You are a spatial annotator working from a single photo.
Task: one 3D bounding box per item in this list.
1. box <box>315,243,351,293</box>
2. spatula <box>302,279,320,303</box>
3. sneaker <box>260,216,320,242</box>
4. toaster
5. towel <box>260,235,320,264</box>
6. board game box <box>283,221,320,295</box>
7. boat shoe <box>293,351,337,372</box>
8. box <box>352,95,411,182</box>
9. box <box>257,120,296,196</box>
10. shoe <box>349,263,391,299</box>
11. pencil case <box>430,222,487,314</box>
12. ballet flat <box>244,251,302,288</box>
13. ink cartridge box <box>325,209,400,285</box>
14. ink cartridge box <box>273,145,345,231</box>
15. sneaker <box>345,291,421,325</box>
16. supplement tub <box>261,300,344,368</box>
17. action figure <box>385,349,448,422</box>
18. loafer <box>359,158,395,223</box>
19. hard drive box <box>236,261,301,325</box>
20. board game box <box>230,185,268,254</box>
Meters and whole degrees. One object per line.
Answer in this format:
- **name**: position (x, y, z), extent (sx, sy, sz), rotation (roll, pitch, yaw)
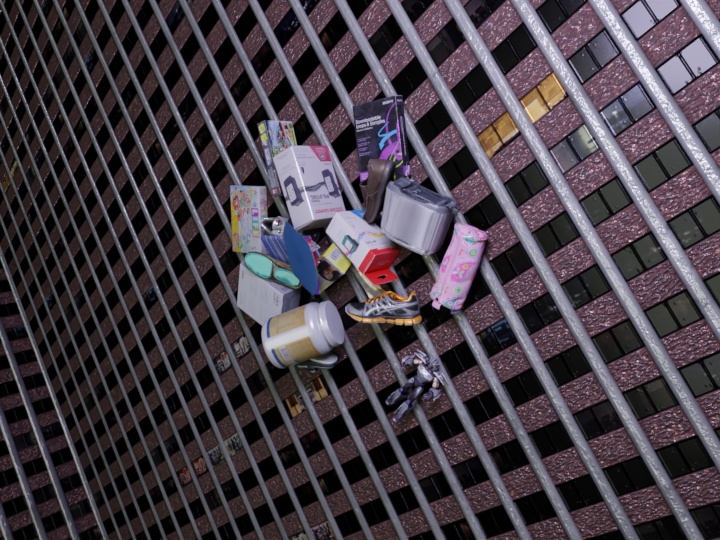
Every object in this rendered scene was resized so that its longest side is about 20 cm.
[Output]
- **box**: position (-0.094, -0.001, 1.702), extent (0.075, 0.050, 0.200), rotation (40, 152, -6)
- **spatula**: position (-0.134, 0.071, 1.775), extent (0.056, 0.021, 0.201), rotation (29, 151, 15)
- **sneaker**: position (-0.204, -0.111, 1.804), extent (0.197, 0.088, 0.076), rotation (9, 77, 36)
- **toaster**: position (0.139, -0.125, 1.510), extent (0.197, 0.113, 0.132), rotation (27, 119, 22)
- **towel**: position (-0.183, -0.045, 1.805), extent (0.197, 0.024, 0.146), rotation (2, 135, 38)
- **board game box**: position (-0.140, -0.036, 1.651), extent (0.200, 0.038, 0.161), rotation (43, 144, 48)
- **boat shoe**: position (-0.140, 0.260, 1.842), extent (0.198, 0.075, 0.062), rotation (10, 108, 46)
- **box**: position (0.051, -0.321, 1.596), extent (0.141, 0.036, 0.205), rotation (-2, 96, 40)
- **box**: position (-0.216, -0.310, 1.773), extent (0.034, 0.109, 0.205), rotation (-12, 91, 39)
- **shoe**: position (0.000, 0.000, 1.674), extent (0.053, 0.069, 0.201), rotation (-46, 71, 26)
- **pencil case**: position (0.225, -0.006, 1.478), extent (0.087, 0.087, 0.204), rotation (32, 116, 30)
- **ballet flat**: position (-0.240, -0.001, 1.834), extent (0.196, 0.071, 0.072), rotation (22, 112, 17)
- **ink cartridge box**: position (0.018, -0.061, 1.619), extent (0.200, 0.115, 0.068), rotation (48, 123, 22)
- **ink cartridge box**: position (-0.132, -0.220, 1.695), extent (0.083, 0.143, 0.204), rotation (-20, 86, 39)
- **sneaker**: position (0.058, 0.090, 1.615), extent (0.195, 0.078, 0.079), rotation (1, 101, 10)
- **supplement tub**: position (-0.157, 0.174, 1.759), extent (0.196, 0.144, 0.148), rotation (-20, 85, 16)
- **action figure**: position (0.141, 0.290, 1.613), extent (0.131, 0.069, 0.202), rotation (52, 122, 31)
- **loafer**: position (0.034, -0.202, 1.576), extent (0.070, 0.073, 0.202), rotation (27, 138, 8)
- **hard drive box**: position (-0.275, 0.078, 1.901), extent (0.198, 0.076, 0.159), rotation (32, 126, 31)
- **board game box**: position (-0.340, -0.156, 1.953), extent (0.132, 0.034, 0.205), rotation (7, 102, 38)
